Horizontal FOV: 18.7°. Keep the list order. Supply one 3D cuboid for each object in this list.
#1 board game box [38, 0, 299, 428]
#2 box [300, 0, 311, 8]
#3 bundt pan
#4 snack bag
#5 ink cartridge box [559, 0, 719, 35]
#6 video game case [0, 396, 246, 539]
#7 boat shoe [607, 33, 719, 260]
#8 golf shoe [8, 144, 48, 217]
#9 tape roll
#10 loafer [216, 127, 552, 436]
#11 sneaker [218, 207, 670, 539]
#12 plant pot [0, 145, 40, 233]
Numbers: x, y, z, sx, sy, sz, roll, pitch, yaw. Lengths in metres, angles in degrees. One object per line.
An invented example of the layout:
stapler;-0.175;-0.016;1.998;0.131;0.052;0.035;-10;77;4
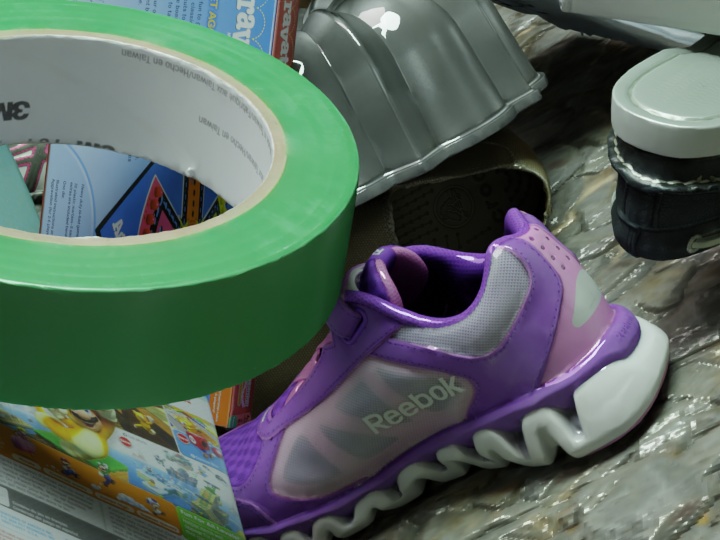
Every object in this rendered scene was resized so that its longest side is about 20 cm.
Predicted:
board game box;-0.078;-0.046;0.867;0.102;0.202;0.019;11;8;29
box;-0.031;-0.168;1.136;0.164;0.199;0.021;-50;31;34
bundt pan;-0.024;-0.074;0.950;0.201;0.076;0.202;-25;10;5
snack bag;0.059;-0.146;1.045;0.022;0.199;0.188;-71;21;4
ink cartridge box;0.183;-0.145;0.826;0.198;0.085;0.146;11;31;8
video game case;-0.095;0.074;0.717;0.018;0.143;0.200;-50;30;19
boat shoe;0.158;-0.061;0.823;0.199;0.061;0.075;-22;39;-38
golf shoe;-0.145;-0.072;1.087;0.199;0.089;0.077;-32;16;-8
tape roll;-0.101;-0.029;0.755;0.198;0.049;0.201;6;32;-4
loafer;0.000;0.000;0.920;0.200;0.076;0.067;-38;13;-15
sneaker;0.010;0.037;0.795;0.199;0.089;0.081;-24;22;28
plant pot;-0.242;-0.032;0.991;0.142;0.200;0.141;-54;-24;21
